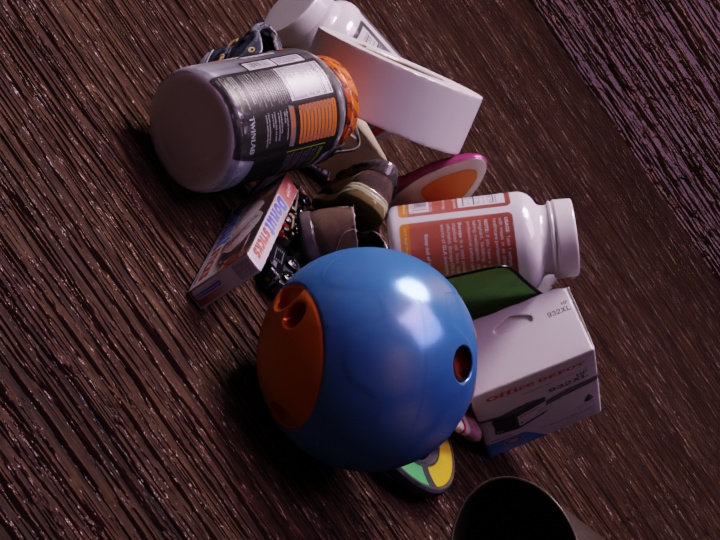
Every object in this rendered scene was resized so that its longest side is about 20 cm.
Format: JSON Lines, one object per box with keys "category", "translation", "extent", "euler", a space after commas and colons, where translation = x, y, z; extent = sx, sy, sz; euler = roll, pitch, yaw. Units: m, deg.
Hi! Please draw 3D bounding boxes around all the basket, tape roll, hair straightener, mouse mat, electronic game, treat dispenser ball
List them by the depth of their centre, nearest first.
{"category": "treat dispenser ball", "translation": [0.006, 0.079, 1.409], "extent": [0.201, 0.201, 0.201], "euler": [46, 23, -26]}
{"category": "basket", "translation": [0.196, 0.313, 1.598], "extent": [0.200, 0.136, 0.181], "euler": [31, 35, -56]}
{"category": "electronic game", "translation": [0.032, 0.140, 1.605], "extent": [0.200, 0.042, 0.200], "euler": [46, 23, -26]}
{"category": "mouse mat", "translation": [0.112, 0.035, 1.683], "extent": [0.200, 0.160, 0.008], "euler": [35, 46, -62]}
{"category": "hair straightener", "translation": [-0.060, -0.124, 1.699], "extent": [0.077, 0.041, 0.200], "euler": [50, 39, 2]}
{"category": "tape roll", "translation": [0.031, -0.200, 1.744], "extent": [0.202, 0.071, 0.202], "euler": [22, 11, -4]}

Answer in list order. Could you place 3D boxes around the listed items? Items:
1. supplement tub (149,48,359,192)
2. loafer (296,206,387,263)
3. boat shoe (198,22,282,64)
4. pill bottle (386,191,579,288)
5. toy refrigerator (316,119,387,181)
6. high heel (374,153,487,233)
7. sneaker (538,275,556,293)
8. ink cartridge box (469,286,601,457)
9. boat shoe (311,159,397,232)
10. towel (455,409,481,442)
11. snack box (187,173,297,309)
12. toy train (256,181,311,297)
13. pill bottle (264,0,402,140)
{"category": "supplement tub", "translation": [-0.099, -0.152, 1.551], "extent": [0.200, 0.122, 0.123], "euler": [-19, 76, -49]}
{"category": "loafer", "translation": [0.000, 0.000, 1.654], "extent": [0.200, 0.071, 0.073], "euler": [53, 22, -54]}
{"category": "boat shoe", "translation": [-0.130, -0.195, 1.665], "extent": [0.071, 0.091, 0.201], "euler": [45, 24, -28]}
{"category": "pill bottle", "translation": [0.132, -0.024, 1.699], "extent": [0.112, 0.199, 0.113], "euler": [-6, 90, -86]}
{"category": "toy refrigerator", "translation": [-0.061, -0.167, 1.817], "extent": [0.200, 0.070, 0.076], "euler": [31, 25, -50]}
{"category": "high heel", "translation": [0.057, -0.099, 1.789], "extent": [0.067, 0.200, 0.096], "euler": [35, 35, -32]}
{"category": "sneaker", "translation": [0.147, 0.044, 1.818], "extent": [0.087, 0.200, 0.075], "euler": [14, 24, -26]}
{"category": "ink cartridge box", "translation": [0.183, 0.116, 1.740], "extent": [0.200, 0.145, 0.084], "euler": [68, 1, -63]}
{"category": "boat shoe", "translation": [0.001, -0.080, 1.703], "extent": [0.072, 0.066, 0.201], "euler": [39, -11, -7]}
{"category": "towel", "translation": [0.055, 0.103, 1.638], "extent": [0.144, 0.023, 0.200], "euler": [62, 15, 26]}
{"category": "snack box", "translation": [-0.109, -0.030, 1.495], "extent": [0.024, 0.072, 0.200], "euler": [52, 21, -15]}
{"category": "toy train", "translation": [-0.082, -0.037, 1.627], "extent": [0.046, 0.034, 0.200], "euler": [38, 26, -17]}
{"category": "pill bottle", "translation": [-0.022, -0.265, 1.976], "extent": [0.200, 0.116, 0.116], "euler": [45, 23, -29]}
